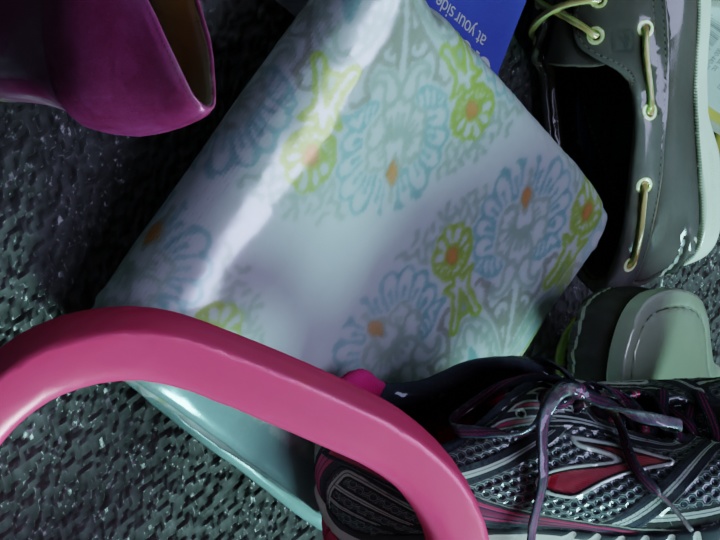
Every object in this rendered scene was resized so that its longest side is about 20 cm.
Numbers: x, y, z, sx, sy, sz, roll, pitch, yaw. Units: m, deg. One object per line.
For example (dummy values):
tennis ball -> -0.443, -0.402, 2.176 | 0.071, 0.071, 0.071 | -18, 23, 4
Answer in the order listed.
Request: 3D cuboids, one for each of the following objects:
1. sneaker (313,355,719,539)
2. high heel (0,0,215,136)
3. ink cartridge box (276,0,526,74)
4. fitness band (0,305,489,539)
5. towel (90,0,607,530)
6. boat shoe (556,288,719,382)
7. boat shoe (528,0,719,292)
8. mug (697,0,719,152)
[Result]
sneaker -> 0.082, 0.064, 0.879 | 0.198, 0.081, 0.075 | -10, 120, -5
high heel -> -0.075, -0.144, 0.771 | 0.067, 0.095, 0.202 | 6, 92, -51
ink cartridge box -> -0.006, -0.143, 0.900 | 0.200, 0.044, 0.095 | 36, 71, -49
fitness band -> -0.051, 0.094, 0.824 | 0.199, 0.037, 0.144 | 24, 98, -17
towel -> 0.000, 0.000, 0.908 | 0.172, 0.048, 0.200 | -57, 141, -8
boat shoe -> 0.112, 0.048, 1.018 | 0.072, 0.060, 0.201 | -69, 157, -8
boat shoe -> 0.104, -0.090, 1.024 | 0.060, 0.071, 0.203 | -24, 110, -38
mug -> 0.208, -0.118, 1.087 | 0.153, 0.149, 0.187 | -50, 131, -32
